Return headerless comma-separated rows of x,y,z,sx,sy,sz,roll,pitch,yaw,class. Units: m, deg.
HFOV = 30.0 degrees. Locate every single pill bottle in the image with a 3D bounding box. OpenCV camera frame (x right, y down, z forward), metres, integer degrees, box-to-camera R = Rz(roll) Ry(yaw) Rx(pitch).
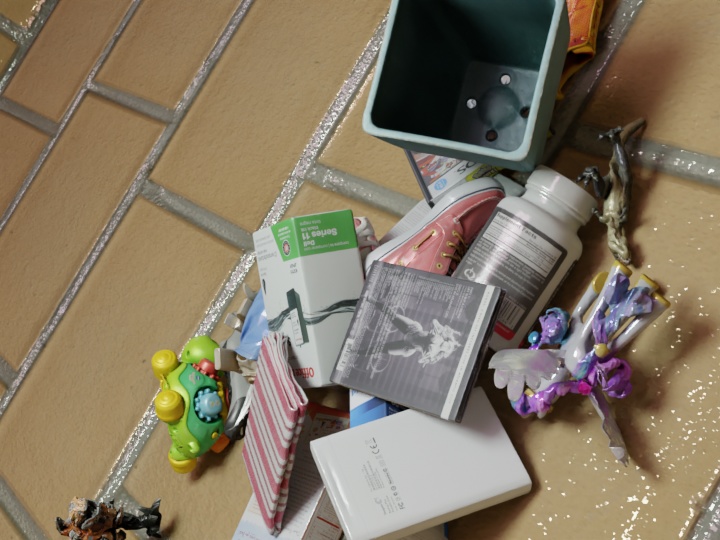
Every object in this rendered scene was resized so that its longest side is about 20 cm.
0.178,-0.012,1.498,0.201,0.110,0.111,-56,34,0,pill bottle

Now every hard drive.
0.062,0.206,1.410,0.198,0.027,0.133,-17,52,-13,hard drive

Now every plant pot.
0.141,-0.213,1.556,0.194,0.200,0.198,12,84,20,plant pot

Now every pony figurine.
0.225,0.091,1.349,0.201,0.166,0.193,-53,2,11,pony figurine

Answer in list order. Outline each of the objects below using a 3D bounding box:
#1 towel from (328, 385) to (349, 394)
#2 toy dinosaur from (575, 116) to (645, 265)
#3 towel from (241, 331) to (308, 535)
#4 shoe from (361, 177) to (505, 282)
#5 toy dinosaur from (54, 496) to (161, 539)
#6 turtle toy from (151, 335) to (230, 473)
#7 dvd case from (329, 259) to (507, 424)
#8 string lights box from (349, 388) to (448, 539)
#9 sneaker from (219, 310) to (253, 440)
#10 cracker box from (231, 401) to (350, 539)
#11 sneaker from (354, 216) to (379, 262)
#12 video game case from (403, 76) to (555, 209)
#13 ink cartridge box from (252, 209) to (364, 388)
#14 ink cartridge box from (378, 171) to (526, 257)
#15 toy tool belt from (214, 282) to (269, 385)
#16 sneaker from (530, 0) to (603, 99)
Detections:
0.002,0.094,1.705,0.199,0.034,0.134,10,72,53,towel
0.278,-0.105,1.470,0.047,0.088,0.202,-5,58,33,toy dinosaur
-0.100,0.192,1.583,0.147,0.030,0.202,-116,32,-52,towel
0.100,-0.020,1.562,0.199,0.072,0.091,-35,48,2,shoe
-0.340,0.355,1.812,0.200,0.134,0.103,94,180,-77,toy dinosaur
-0.227,0.172,1.852,0.100,0.147,0.201,-9,43,-3,turtle toy
0.060,0.073,1.469,0.199,0.016,0.150,12,79,47,dvd case
0.042,0.222,1.485,0.059,0.102,0.201,-31,41,31,string lights box
-0.159,0.139,1.811,0.074,0.078,0.202,95,-175,-53,sneaker
-0.065,0.265,1.626,0.133,0.058,0.201,7,68,54,cracker box
0.000,0.000,1.654,0.075,0.105,0.200,-21,29,-8,sneaker
0.141,-0.183,1.728,0.180,0.026,0.201,-34,37,11,video game case
-0.055,0.039,1.611,0.146,0.082,0.202,-16,84,65,ink cartridge box
0.127,-0.042,1.652,0.173,0.044,0.200,-43,33,-5,ink cartridge box
-0.109,0.059,1.730,0.124,0.122,0.202,-13,51,54,toy tool belt
0.272,-0.299,1.673,0.077,0.073,0.201,26,87,33,sneaker
